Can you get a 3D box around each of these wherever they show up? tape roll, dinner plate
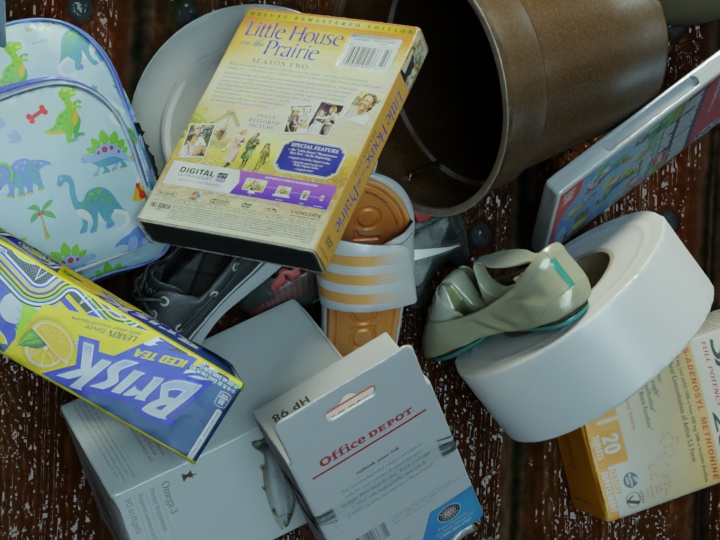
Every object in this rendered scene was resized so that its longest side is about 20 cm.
[{"bbox_3d":[0.172,0.043,1.507,0.202,0.202,0.071,-42,104,-11],"label":"tape roll"},{"bbox_3d":[-0.084,-0.103,1.466,0.200,0.024,0.200,0,89,12],"label":"dinner plate"}]

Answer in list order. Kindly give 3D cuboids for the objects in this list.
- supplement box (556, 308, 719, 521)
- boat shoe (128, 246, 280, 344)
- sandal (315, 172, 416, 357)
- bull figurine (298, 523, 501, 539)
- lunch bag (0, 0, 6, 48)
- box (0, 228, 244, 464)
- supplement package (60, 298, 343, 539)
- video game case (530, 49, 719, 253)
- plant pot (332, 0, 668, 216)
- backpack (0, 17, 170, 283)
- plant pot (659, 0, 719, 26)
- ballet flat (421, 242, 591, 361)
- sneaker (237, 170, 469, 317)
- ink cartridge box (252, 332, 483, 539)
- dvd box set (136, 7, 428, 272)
[{"bbox_3d":[0.263,0.114,1.602,0.200,0.074,0.126,-18,98,-16],"label":"supplement box"},{"bbox_3d":[-0.132,0.016,1.409,0.200,0.070,0.066,-40,141,0],"label":"boat shoe"},{"bbox_3d":[0.007,0.023,1.458,0.079,0.059,0.207,-7,124,-8],"label":"sandal"},{"bbox_3d":[0.040,0.232,1.546,0.121,0.065,0.200,-47,106,-14],"label":"bull figurine"},{"bbox_3d":[-0.340,-0.241,1.358,0.170,0.200,0.127,-6,133,-18],"label":"lunch bag"},{"bbox_3d":[-0.182,0.050,1.322,0.200,0.064,0.070,31,92,-15],"label":"box"},{"bbox_3d":[-0.102,0.131,1.451,0.200,0.117,0.117,-25,130,-14],"label":"supplement package"},{"bbox_3d":[0.222,-0.097,1.550,0.200,0.143,0.017,-36,74,-12],"label":"video game case"},{"bbox_3d":[0.115,-0.160,1.476,0.198,0.200,0.200,-18,98,-35],"label":"plant pot"},{"bbox_3d":[-0.241,-0.078,1.403,0.183,0.147,0.200,-21,96,-17],"label":"backpack"},{"bbox_3d":[0.286,-0.301,1.559,0.200,0.134,0.200,-1,94,-17],"label":"plant pot"},{"bbox_3d":[0.098,0.020,1.484,0.069,0.200,0.070,10,72,-33],"label":"ballet flat"},{"bbox_3d":[0.000,0.000,1.518,0.200,0.071,0.098,-26,102,-13],"label":"sneaker"},{"bbox_3d":[0.002,0.127,1.384,0.116,0.067,0.200,-30,133,-9],"label":"ink cartridge box"},{"bbox_3d":[-0.054,-0.097,1.373,0.200,0.146,0.029,-66,151,-27],"label":"dvd box set"}]
